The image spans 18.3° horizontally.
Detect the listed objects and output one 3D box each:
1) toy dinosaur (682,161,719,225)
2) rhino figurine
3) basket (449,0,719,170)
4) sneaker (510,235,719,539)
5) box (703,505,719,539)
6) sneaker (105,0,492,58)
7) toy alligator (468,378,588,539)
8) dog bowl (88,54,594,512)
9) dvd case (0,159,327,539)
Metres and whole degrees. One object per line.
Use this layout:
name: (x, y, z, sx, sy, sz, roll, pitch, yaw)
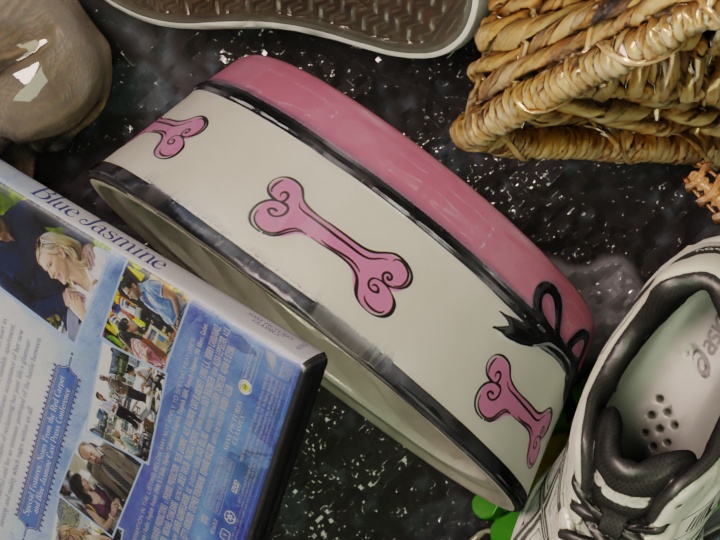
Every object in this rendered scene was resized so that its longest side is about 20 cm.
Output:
toy dinosaur: (0.209, 0.025, 0.846, 0.102, 0.136, 0.201, -28, 101, 9)
rhino figurine: (-0.173, -0.120, 0.858, 0.087, 0.060, 0.200, -36, 98, 3)
basket: (0.156, -0.088, 0.780, 0.199, 0.143, 0.150, 3, 107, -36)
sneaker: (0.090, 0.080, 0.790, 0.075, 0.088, 0.201, 22, 99, 18)
box: (0.099, 0.137, 0.891, 0.200, 0.035, 0.110, -31, 142, 13)
sneaker: (-0.033, -0.127, 0.856, 0.199, 0.085, 0.073, 21, 114, 18)
toy alligator: (0.085, 0.076, 0.908, 0.199, 0.059, 0.054, -27, 66, 24)
dog bowl: (0.000, 0.000, 0.823, 0.200, 0.200, 0.074, 38, 84, -8)
dvd case: (-0.113, 0.045, 0.818, 0.200, 0.018, 0.143, 30, 119, 22)
